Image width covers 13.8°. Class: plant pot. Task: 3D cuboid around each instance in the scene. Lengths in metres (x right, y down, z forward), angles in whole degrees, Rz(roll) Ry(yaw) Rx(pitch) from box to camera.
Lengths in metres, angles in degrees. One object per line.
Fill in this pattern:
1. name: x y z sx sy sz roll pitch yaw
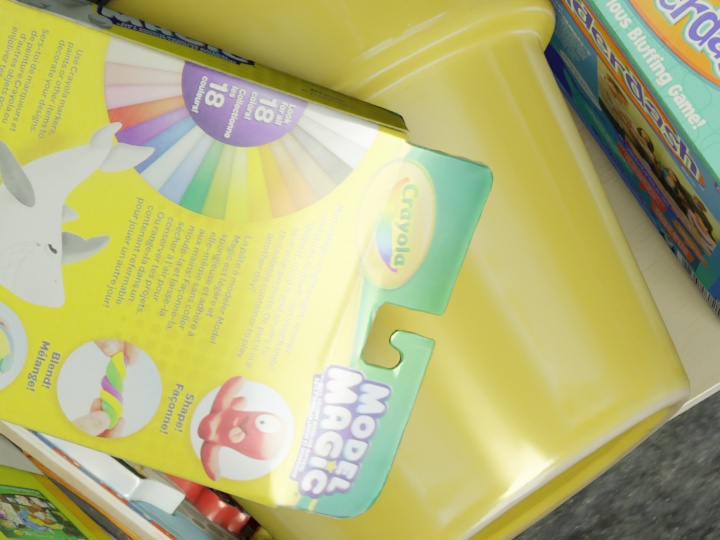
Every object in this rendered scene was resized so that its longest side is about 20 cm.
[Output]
1. plant pot: 0.000 0.000 0.951 0.201 0.189 0.201 -34 170 -7

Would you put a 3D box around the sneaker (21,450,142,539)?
1. sneaker: -0.073 0.123 0.989 0.077 0.200 0.078 -52 171 -5

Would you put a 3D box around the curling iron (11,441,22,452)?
1. curling iron: -0.185 0.109 0.992 0.200 0.050 0.026 -32 154 27

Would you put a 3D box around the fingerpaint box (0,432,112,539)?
1. fingerpaint box: -0.184 0.065 0.841 0.200 0.167 0.073 13 111 -54

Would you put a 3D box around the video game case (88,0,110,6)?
1. video game case: -0.077 -0.116 0.958 0.200 0.017 0.143 -42 143 9

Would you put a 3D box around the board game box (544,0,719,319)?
1. board game box: 0.103 -0.063 0.987 0.045 0.152 0.200 -34 171 -1

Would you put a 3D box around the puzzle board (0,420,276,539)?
1. puzzle board: -0.065 0.065 0.979 0.017 0.200 0.151 -53 -177 5

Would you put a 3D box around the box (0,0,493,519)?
1. box: -0.073 -0.012 0.836 0.200 0.048 0.117 19 100 -5

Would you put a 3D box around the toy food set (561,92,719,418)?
1. toy food set: 0.090 0.005 1.123 0.200 0.144 0.060 -31 154 -5
